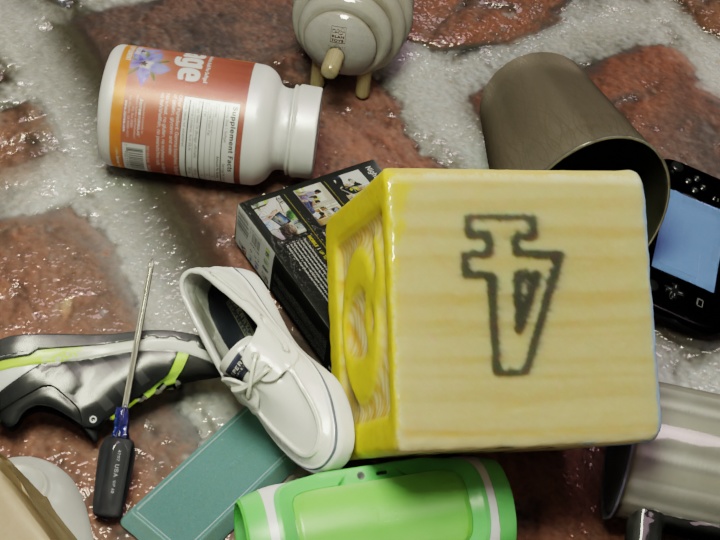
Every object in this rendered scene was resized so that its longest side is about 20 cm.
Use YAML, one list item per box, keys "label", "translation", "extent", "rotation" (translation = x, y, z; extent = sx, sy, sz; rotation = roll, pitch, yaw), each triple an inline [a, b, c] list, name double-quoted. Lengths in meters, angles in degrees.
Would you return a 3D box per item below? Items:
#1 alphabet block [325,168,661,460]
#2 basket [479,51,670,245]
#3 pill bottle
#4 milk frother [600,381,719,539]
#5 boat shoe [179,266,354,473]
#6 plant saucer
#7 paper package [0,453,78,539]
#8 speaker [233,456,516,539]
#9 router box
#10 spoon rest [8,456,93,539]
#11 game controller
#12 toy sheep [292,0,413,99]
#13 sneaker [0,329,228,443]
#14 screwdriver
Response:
- label: "alphabet block"
  translation: [0.091, 0.038, 1.008]
  extent: [0.197, 0.195, 0.200]
  rotation: [-1, 79, -14]
- label: "basket"
  translation: [0.183, -0.103, 1.234]
  extent: [0.134, 0.181, 0.201]
  rotation: [16, 35, -21]
- label: "pill bottle"
  translation: [-0.137, -0.141, 1.245]
  extent: [0.197, 0.113, 0.113]
  rotation: [8, 47, -2]
- label: "milk frother"
  translation: [0.286, 0.150, 0.983]
  extent: [0.185, 0.201, 0.182]
  rotation: [11, 51, 2]
- label: "boat shoe"
  translation: [-0.079, 0.075, 1.022]
  extent: [0.065, 0.074, 0.200]
  rotation: [11, 31, -50]
- label: "plant saucer"
  translation: [-0.095, 0.149, 1.051]
  extent: [0.070, 0.019, 0.200]
  rotation: [33, 53, 21]
- label: "paper package"
  translation: [-0.238, 0.253, 0.831]
  extent: [0.200, 0.104, 0.190]
  rotation: [-43, 62, -11]
- label: "speaker"
  translation: [0.010, 0.189, 0.984]
  extent: [0.197, 0.089, 0.089]
  rotation: [-6, 49, -14]
- label: "router box"
  translation: [0.000, 0.000, 1.177]
  extent: [0.148, 0.051, 0.201]
  rotation: [-20, 54, -26]
- label: "spoon rest"
  translation: [-0.221, 0.201, 0.969]
  extent: [0.099, 0.061, 0.199]
  rotation: [-32, 46, -33]
- label: "game controller"
  translation: [0.304, -0.024, 1.251]
  extent: [0.103, 0.042, 0.201]
  rotation: [17, 48, 7]
- label: "toy sheep"
  translation: [-0.009, -0.256, 1.355]
  extent: [0.136, 0.139, 0.202]
  rotation: [9, 47, 0]
- label: "sneaker"
  translation: [-0.200, 0.096, 1.068]
  extent: [0.197, 0.072, 0.084]
  rotation: [-1, 76, -11]
- label: "screwdriver"
  translation: [-0.181, 0.088, 1.028]
  extent: [0.029, 0.028, 0.203]
  rotation: [1, 76, 11]
